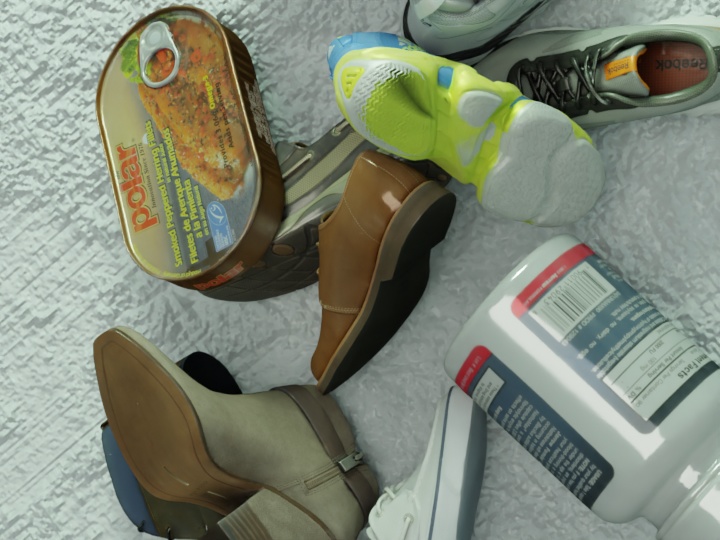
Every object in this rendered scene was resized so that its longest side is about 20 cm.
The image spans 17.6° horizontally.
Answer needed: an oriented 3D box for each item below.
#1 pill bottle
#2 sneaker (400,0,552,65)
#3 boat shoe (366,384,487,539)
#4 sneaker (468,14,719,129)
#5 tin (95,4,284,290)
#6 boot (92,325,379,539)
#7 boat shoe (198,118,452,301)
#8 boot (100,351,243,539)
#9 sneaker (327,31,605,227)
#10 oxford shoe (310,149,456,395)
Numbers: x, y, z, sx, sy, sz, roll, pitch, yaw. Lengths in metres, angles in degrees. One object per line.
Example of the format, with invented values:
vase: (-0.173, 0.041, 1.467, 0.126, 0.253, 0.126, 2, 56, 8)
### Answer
pill bottle: (0.160, 0.084, 1.429, 0.200, 0.120, 0.120, 44, 103, 12)
sneaker: (0.105, -0.206, 1.429, 0.200, 0.115, 0.075, -42, 82, -2)
boat shoe: (0.036, 0.167, 1.493, 0.065, 0.074, 0.201, 11, 93, 13)
sneaker: (0.144, -0.122, 1.452, 0.200, 0.079, 0.074, -9, 90, 19)
tin: (-0.112, -0.080, 1.520, 0.112, 0.042, 0.200, -25, 61, 19)
boot: (-0.073, 0.105, 1.488, 0.070, 0.146, 0.200, -28, 91, 40)
boat shoe: (-0.029, -0.048, 1.521, 0.200, 0.074, 0.073, -31, 58, 19)
boot: (-0.100, 0.162, 1.550, 0.097, 0.075, 0.200, -27, 83, 35)
sneaker: (0.061, -0.098, 1.428, 0.076, 0.200, 0.105, -54, 35, 12)
oxford shoe: (0.000, 0.000, 1.473, 0.071, 0.071, 0.200, 39, 136, 17)
